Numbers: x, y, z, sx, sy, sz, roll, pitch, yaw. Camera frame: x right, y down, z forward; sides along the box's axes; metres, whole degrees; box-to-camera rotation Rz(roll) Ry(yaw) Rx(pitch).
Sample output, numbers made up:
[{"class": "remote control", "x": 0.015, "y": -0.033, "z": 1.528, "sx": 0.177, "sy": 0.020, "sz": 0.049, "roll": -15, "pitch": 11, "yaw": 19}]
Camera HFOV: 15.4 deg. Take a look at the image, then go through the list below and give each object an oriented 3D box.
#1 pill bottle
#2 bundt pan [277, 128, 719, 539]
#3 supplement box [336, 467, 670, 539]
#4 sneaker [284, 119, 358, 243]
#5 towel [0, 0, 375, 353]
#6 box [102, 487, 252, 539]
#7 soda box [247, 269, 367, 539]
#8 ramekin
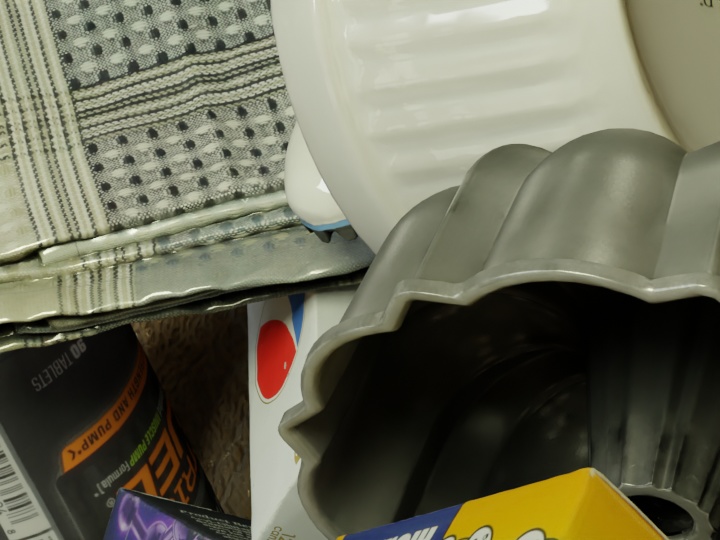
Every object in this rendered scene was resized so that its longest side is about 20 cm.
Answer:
[{"class": "pill bottle", "x": -0.112, "y": 0.085, "z": 1.002, "sx": 0.106, "sy": 0.201, "sz": 0.106, "roll": -17, "pitch": 32, "yaw": 11}, {"class": "bundt pan", "x": 0.085, "y": 0.036, "z": 0.705, "sx": 0.202, "sy": 0.201, "sz": 0.076, "roll": -33, "pitch": 30, "yaw": 48}, {"class": "supplement box", "x": 0.019, "y": 0.165, "z": 0.647, "sx": 0.109, "sy": 0.110, "sz": 0.200, "roll": -21, "pitch": 31, "yaw": 49}, {"class": "sneaker", "x": 0.018, "y": -0.096, "z": 0.838, "sx": 0.072, "sy": 0.073, "sz": 0.201, "roll": -5, "pitch": 49, "yaw": 40}, {"class": "towel", "x": -0.064, "y": -0.068, "z": 0.898, "sx": 0.035, "sy": 0.191, "sz": 0.201, "roll": 88, "pitch": 168, "yaw": -53}, {"class": "box", "x": -0.023, "y": 0.173, "z": 0.891, "sx": 0.200, "sy": 0.104, "sz": 0.149, "roll": 16, "pitch": 89, "yaw": 60}, {"class": "soda box", "x": 0.000, "y": 0.000, "z": 0.919, "sx": 0.068, "sy": 0.063, "sz": 0.201, "roll": 122, "pitch": 154, "yaw": -47}, {"class": "ramekin", "x": 0.077, "y": -0.086, "z": 0.773, "sx": 0.105, "sy": 0.200, "sz": 0.201, "roll": -4, "pitch": 70, "yaw": 43}]
